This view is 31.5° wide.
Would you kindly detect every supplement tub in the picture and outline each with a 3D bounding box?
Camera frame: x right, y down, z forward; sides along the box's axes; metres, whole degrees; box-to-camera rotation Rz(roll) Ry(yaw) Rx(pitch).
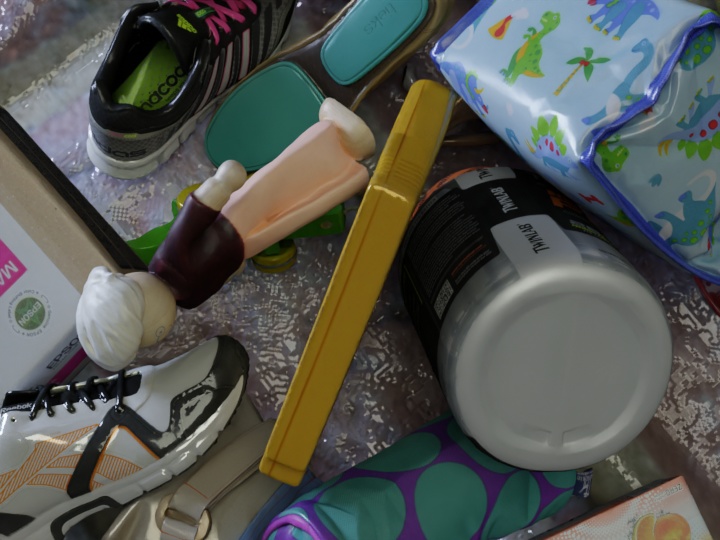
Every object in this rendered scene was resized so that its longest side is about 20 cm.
[{"bbox_3d":[0.089,0.016,0.724,0.121,0.200,0.124,-3,112,-8],"label":"supplement tub"}]

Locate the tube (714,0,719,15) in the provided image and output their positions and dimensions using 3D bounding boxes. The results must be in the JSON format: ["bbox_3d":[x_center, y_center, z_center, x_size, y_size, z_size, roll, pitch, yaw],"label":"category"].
[{"bbox_3d":[0.256,-0.236,0.877,0.058,0.052,0.202,-26,82,34],"label":"tube"}]

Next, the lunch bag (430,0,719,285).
[{"bbox_3d":[0.165,-0.079,0.733,0.128,0.200,0.170,-45,38,3],"label":"lunch bag"}]

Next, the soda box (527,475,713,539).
[{"bbox_3d":[0.115,0.194,0.764,0.198,0.064,0.069,-23,79,-6],"label":"soda box"}]

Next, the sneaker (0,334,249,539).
[{"bbox_3d":[-0.151,0.090,0.700,0.199,0.074,0.080,-33,108,3],"label":"sneaker"}]

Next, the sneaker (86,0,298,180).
[{"bbox_3d":[-0.106,-0.149,0.822,0.073,0.088,0.200,38,76,7],"label":"sneaker"}]

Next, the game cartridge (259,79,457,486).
[{"bbox_3d":[0.000,0.000,0.703,0.032,0.200,0.178,23,114,2],"label":"game cartridge"}]

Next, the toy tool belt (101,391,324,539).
[{"bbox_3d":[-0.086,0.173,0.722,0.122,0.125,0.201,36,50,0],"label":"toy tool belt"}]

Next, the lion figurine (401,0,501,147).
[{"bbox_3d":[0.096,-0.156,0.849,0.121,0.072,0.203,12,91,-7],"label":"lion figurine"}]

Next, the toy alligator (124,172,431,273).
[{"bbox_3d":[-0.053,-0.039,0.820,0.197,0.060,0.055,-11,37,-4],"label":"toy alligator"}]

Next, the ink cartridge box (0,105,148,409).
[{"bbox_3d":[-0.248,0.019,0.768,0.200,0.075,0.165,-45,80,2],"label":"ink cartridge box"}]

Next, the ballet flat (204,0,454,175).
[{"bbox_3d":[-0.016,-0.124,0.819,0.199,0.063,0.069,-33,88,28],"label":"ballet flat"}]

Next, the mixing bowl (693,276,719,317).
[{"bbox_3d":[0.313,-0.043,0.803,0.197,0.108,0.203,0,78,-2],"label":"mixing bowl"}]

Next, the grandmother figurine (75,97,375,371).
[{"bbox_3d":[-0.076,-0.018,0.714,0.060,0.122,0.200,39,65,25],"label":"grandmother figurine"}]

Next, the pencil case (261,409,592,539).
[{"bbox_3d":[0.038,0.138,0.719,0.199,0.085,0.094,-22,116,-39],"label":"pencil case"}]
